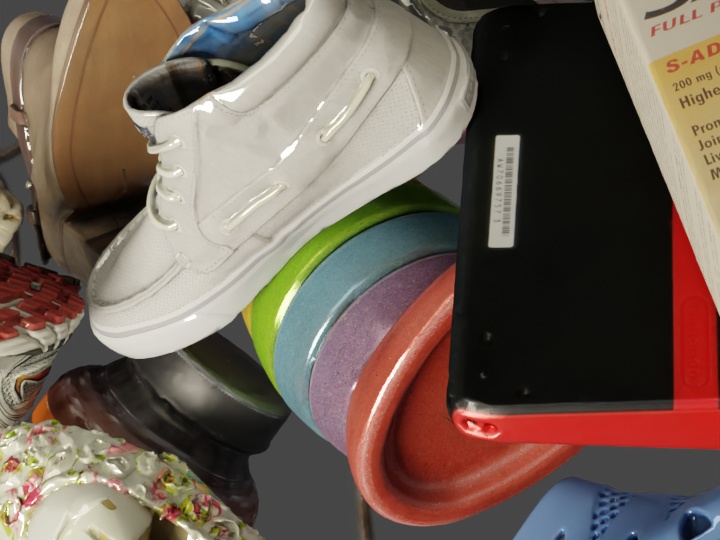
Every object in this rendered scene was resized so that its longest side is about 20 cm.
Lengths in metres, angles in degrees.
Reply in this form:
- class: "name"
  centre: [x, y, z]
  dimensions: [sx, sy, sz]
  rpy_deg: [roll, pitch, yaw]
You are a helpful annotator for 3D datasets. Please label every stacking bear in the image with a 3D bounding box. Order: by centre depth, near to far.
- class: "stacking bear"
  centre: [0.000, 0.000, 0.890]
  dimensions: [0.114, 0.121, 0.200]
  rpy_deg: [-45, 47, 6]

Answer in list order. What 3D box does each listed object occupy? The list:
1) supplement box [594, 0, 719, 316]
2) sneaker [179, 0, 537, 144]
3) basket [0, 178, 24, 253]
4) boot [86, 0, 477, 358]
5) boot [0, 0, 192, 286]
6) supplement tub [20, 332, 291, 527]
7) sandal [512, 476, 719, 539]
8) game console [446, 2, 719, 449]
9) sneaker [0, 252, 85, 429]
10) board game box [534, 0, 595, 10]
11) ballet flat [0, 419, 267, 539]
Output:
- class: "supplement box"
  centre: [0.159, -0.061, 0.723]
  dimensions: [0.126, 0.074, 0.200]
  rpy_deg: [-19, 52, 3]
- class: "sneaker"
  centre: [-0.009, -0.120, 0.925]
  dimensions: [0.200, 0.074, 0.088]
  rpy_deg: [21, 85, 13]
- class: "basket"
  centre: [-0.297, -0.038, 1.017]
  dimensions: [0.161, 0.198, 0.200]
  rpy_deg: [-54, 39, 5]
- class: "boot"
  centre: [-0.058, -0.044, 0.823]
  dimensions: [0.200, 0.096, 0.074]
  rpy_deg: [-37, 43, 27]
- class: "boot"
  centre: [-0.122, -0.075, 0.954]
  dimensions: [0.146, 0.070, 0.200]
  rpy_deg: [-127, 31, -47]
- class: "supplement tub"
  centre: [-0.116, 0.115, 0.928]
  dimensions: [0.200, 0.107, 0.107]
  rpy_deg: [-52, 55, 9]
- class: "sandal"
  centre: [0.092, 0.112, 0.812]
  dimensions: [0.200, 0.079, 0.087]
  rpy_deg: [-32, 57, 20]
- class: "game console"
  centre: [0.124, -0.022, 0.776]
  dimensions: [0.176, 0.031, 0.200]
  rpy_deg: [-2, 50, 10]
- class: "sneaker"
  centre: [-0.155, 0.035, 0.881]
  dimensions: [0.078, 0.200, 0.082]
  rpy_deg: [19, 90, 0]
- class: "board game box"
  centre: [0.144, -0.188, 0.847]
  dimensions: [0.200, 0.105, 0.103]
  rpy_deg: [-32, 60, 21]
- class: "ballet flat"
  centre: [-0.069, 0.120, 0.834]
  dimensions: [0.200, 0.064, 0.076]
  rpy_deg: [29, 100, 8]
